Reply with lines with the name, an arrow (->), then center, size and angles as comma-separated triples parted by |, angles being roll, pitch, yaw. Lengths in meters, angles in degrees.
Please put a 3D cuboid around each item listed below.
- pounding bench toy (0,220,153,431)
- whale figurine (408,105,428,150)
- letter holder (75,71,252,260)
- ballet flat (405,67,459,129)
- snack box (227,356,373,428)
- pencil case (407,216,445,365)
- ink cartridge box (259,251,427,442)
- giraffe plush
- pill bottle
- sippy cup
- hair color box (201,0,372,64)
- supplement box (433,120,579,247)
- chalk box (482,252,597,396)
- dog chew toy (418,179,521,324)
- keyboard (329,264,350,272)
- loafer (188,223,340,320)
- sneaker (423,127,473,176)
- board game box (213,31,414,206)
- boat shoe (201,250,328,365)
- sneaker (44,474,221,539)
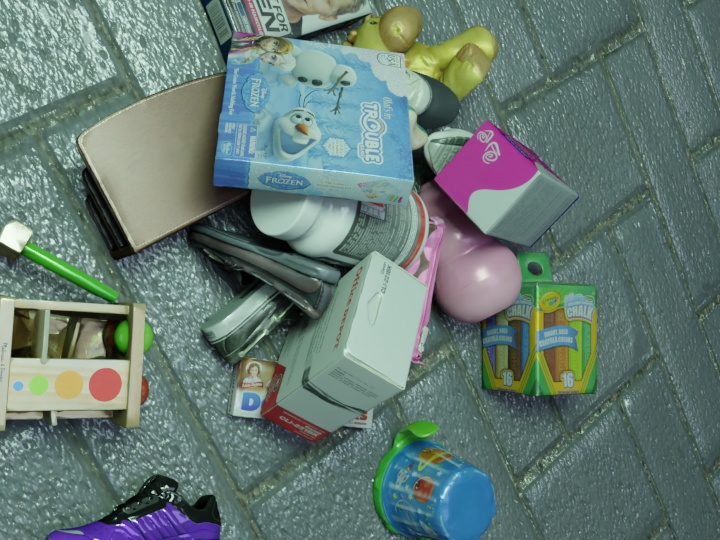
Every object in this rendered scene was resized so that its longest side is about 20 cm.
pounding bench toy -> -0.299, 0.056, 0.818 | 0.155, 0.124, 0.202 | 4, 86, -30
whale figurine -> -0.022, -0.166, 0.959 | 0.159, 0.198, 0.105 | 43, 35, -61
letter holder -> -0.212, -0.122, 0.891 | 0.199, 0.100, 0.143 | -31, 102, -27
ballet flat -> 0.024, -0.222, 0.958 | 0.198, 0.073, 0.074 | 21, 76, 5
snack box -> -0.070, 0.157, 1.007 | 0.198, 0.024, 0.073 | 12, 81, -30
pencil case -> 0.057, 0.020, 1.020 | 0.090, 0.093, 0.202 | 7, 92, -48
ink cartridge box -> -0.020, 0.092, 0.911 | 0.083, 0.200, 0.145 | 30, 50, -17
giraffe plush -> 0.062, -0.279, 1.045 | 0.162, 0.173, 0.200 | 41, 104, -12
pill bottle -> -0.021, -0.065, 0.910 | 0.199, 0.115, 0.117 | 16, 80, -47
sippy cup -> 0.106, 0.299, 1.046 | 0.178, 0.130, 0.140 | 42, 70, -23
hair color box -> -0.092, -0.339, 0.989 | 0.199, 0.060, 0.101 | -28, 103, -29
supplement box -> 0.194, -0.106, 1.022 | 0.101, 0.103, 0.199 | 49, 20, 21
chalk box -> 0.259, 0.075, 1.146 | 0.124, 0.124, 0.202 | 1, 88, -31
dog chew toy -> 0.137, -0.031, 1.083 | 0.124, 0.124, 0.201 | -25, 86, -28
keyboard -> 0.000, 0.000, 1.056 | 0.126, 0.021, 0.202 | 12, 82, -30
loafer -> -0.120, -0.001, 0.904 | 0.072, 0.198, 0.064 | 10, 98, -68
sneaker -> 0.130, -0.158, 1.075 | 0.075, 0.087, 0.199 | -55, 155, 16
board game box -> -0.047, -0.165, 0.834 | 0.197, 0.044, 0.201 | 6, 52, -9
boat shoe -> -0.101, 0.035, 0.971 | 0.200, 0.071, 0.064 | -40, 108, -18
sneaker -> -0.247, 0.278, 0.880 | 0.199, 0.069, 0.101 | 13, 75, -34
